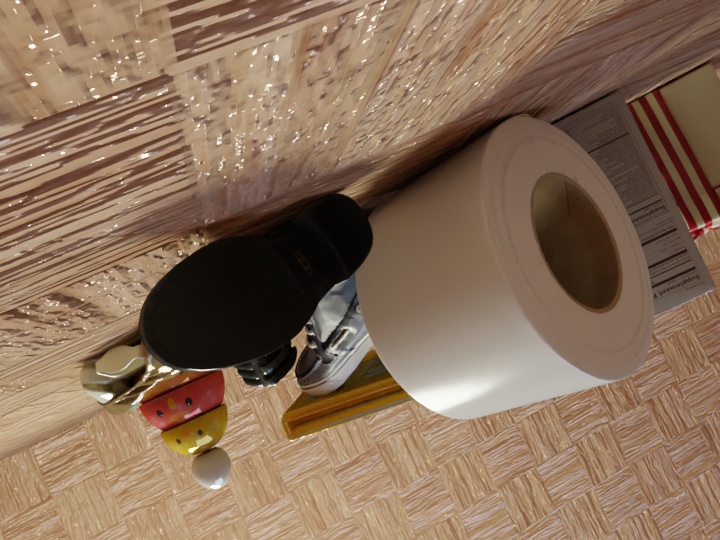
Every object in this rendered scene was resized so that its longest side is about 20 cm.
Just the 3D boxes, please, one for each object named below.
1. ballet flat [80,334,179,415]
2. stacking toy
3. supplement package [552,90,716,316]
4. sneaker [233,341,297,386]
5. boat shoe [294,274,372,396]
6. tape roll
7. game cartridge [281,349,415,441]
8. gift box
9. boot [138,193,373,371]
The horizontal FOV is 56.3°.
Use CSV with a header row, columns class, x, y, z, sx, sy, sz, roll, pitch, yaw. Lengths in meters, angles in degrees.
class,x,y,z,sx,sy,sz,roll,pitch,yaw
ballet flat,-0.250,0.106,0.713,0.072,0.069,0.199,7,154,-44
stacking toy,-0.211,0.178,0.850,0.145,0.202,0.146,-25,177,-1
supplement package,0.228,-0.044,0.693,0.149,0.202,0.152,-26,176,11
sneaker,-0.089,0.060,0.660,0.071,0.099,0.199,-45,-169,-30
boat shoe,-0.031,0.042,0.626,0.200,0.092,0.075,-48,-153,36
tape roll,0.113,0.003,0.528,0.202,0.205,0.139,-22,176,-44
game cartridge,0.017,0.115,0.742,0.174,0.033,0.200,-20,-175,10
gift box,0.375,-0.117,0.821,0.183,0.189,0.200,-27,177,27
boot,-0.092,0.028,0.461,0.173,0.070,0.199,-29,-177,43
